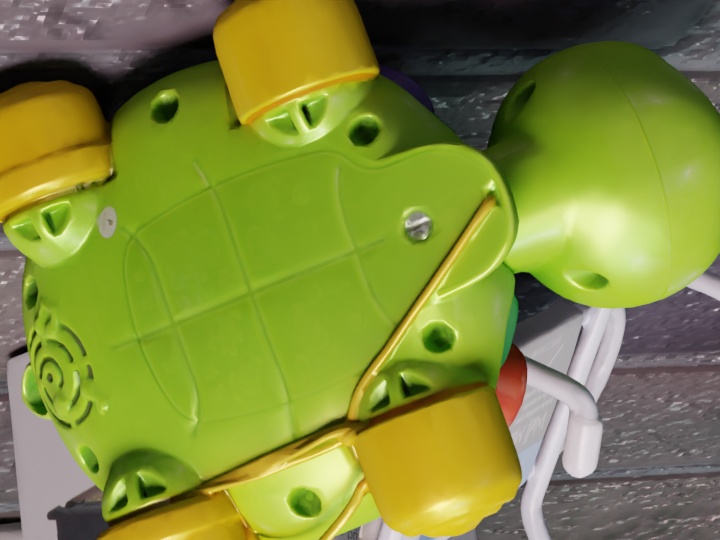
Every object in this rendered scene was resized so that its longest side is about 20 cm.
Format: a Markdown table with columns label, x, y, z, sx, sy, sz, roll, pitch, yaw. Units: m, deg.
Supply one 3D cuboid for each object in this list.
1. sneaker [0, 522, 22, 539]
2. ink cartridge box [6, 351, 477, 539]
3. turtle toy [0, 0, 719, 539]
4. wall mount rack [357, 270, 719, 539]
| label | x | y | z | sx | sy | sz | roll | pitch | yaw |
| --- | --- | --- | --- | --- | --- | --- | --- | --- | --- |
| sneaker | -0.105 | 0.140 | 1.028 | 0.200 | 0.089 | 0.075 | -5 | 156 | -12 |
| ink cartridge box | -0.026 | 0.120 | 0.890 | 0.083 | 0.200 | 0.146 | -23 | 153 | 29 |
| turtle toy | 0.000 | 0.000 | 0.742 | 0.200 | 0.146 | 0.101 | -21 | 174 | 20 |
| wall mount rack | 0.051 | 0.088 | 0.870 | 0.200 | 0.075 | 0.174 | -25 | 136 | -57 |
